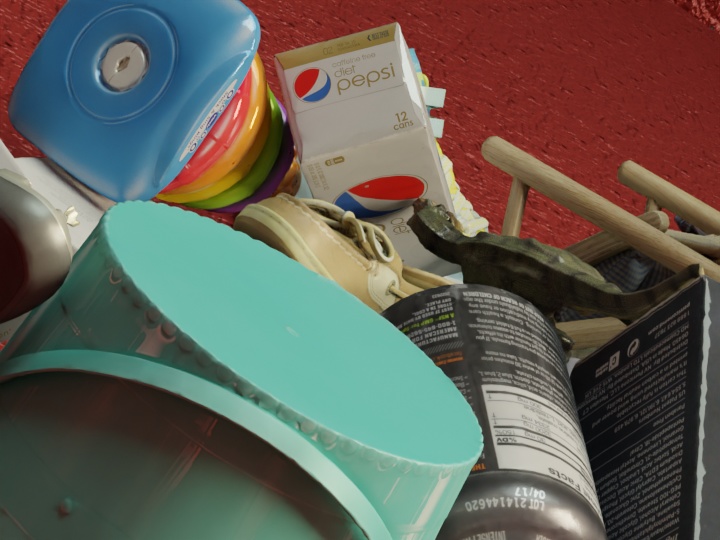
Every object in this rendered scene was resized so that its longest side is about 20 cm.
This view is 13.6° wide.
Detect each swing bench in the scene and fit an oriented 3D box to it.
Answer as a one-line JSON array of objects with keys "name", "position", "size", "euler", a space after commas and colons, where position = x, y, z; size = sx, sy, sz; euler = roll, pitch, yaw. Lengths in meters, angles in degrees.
[{"name": "swing bench", "position": [0.183, 0.011, 1.636], "size": [0.199, 0.130, 0.199], "euler": [12, 2, 29]}]

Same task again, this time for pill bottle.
[{"name": "pill bottle", "position": [0.053, 0.105, 1.347], "size": [0.106, 0.106, 0.200], "euler": [26, 30, -23]}]

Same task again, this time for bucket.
[{"name": "bucket", "position": [-0.059, 0.077, 1.188], "size": [0.207, 0.135, 0.207], "euler": [30, 16, -9]}]

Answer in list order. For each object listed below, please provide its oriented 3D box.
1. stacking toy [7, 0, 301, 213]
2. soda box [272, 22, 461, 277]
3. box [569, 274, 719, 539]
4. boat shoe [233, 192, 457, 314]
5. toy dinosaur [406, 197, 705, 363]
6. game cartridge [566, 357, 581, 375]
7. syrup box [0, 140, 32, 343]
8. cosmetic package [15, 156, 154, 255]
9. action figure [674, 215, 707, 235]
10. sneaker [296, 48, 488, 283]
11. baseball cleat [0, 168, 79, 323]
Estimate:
[{"name": "stacking toy", "position": [-0.077, -0.069, 1.538], "size": [0.110, 0.116, 0.200], "euler": [34, -3, 29]}, {"name": "soda box", "position": [0.008, -0.053, 1.562], "size": [0.200, 0.068, 0.064], "euler": [68, 7, -68]}, {"name": "box", "position": [0.178, 0.131, 1.380], "size": [0.148, 0.107, 0.201], "euler": [26, 49, -23]}, {"name": "boat shoe", "position": [0.002, 0.002, 1.476], "size": [0.073, 0.063, 0.201], "euler": [35, -5, 35]}, {"name": "toy dinosaur", "position": [0.101, 0.013, 1.473], "size": [0.200, 0.048, 0.088], "euler": [14, -29, 43]}, {"name": "game cartridge", "position": [0.178, 0.110, 1.561], "size": [0.199, 0.042, 0.133], "euler": [22, -21, -6]}, {"name": "syrup box", "position": [-0.207, -0.044, 1.327], "size": [0.078, 0.082, 0.200], "euler": [-22, 41, -15]}, {"name": "cosmetic package", "position": [-0.097, 0.020, 1.446], "size": [0.200, 0.052, 0.151], "euler": [37, 11, 14]}, {"name": "action figure", "position": [0.223, 0.069, 1.845], "size": [0.200, 0.104, 0.193], "euler": [57, 9, -6]}, {"name": "sneaker", "position": [0.041, -0.052, 1.741], "size": [0.199, 0.131, 0.080], "euler": [24, 4, 7]}, {"name": "baseball cleat", "position": [-0.204, 0.003, 1.160], "size": [0.199, 0.070, 0.106], "euler": [0, 26, 39]}]
